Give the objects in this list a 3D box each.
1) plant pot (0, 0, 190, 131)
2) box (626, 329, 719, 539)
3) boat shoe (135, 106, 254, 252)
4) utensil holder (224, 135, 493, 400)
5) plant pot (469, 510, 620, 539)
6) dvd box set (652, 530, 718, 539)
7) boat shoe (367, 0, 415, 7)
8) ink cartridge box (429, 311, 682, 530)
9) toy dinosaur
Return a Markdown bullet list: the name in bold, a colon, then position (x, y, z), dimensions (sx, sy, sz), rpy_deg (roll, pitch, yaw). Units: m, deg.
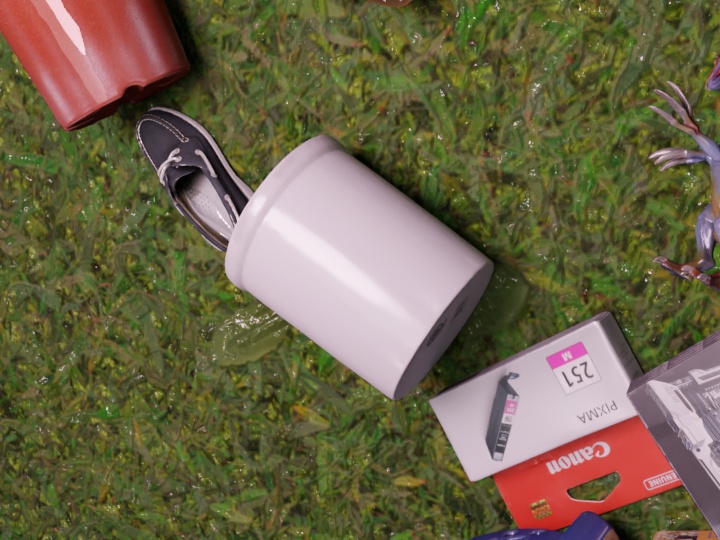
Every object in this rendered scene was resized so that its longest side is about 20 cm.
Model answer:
- **plant pot**: position (-0.282, -0.262, 1.037), dimensions (0.199, 0.201, 0.197), rpy_deg (-20, 101, 32)
- **box**: position (0.345, 0.114, 0.830), dimensions (0.199, 0.050, 0.159), rpy_deg (-34, 85, 20)
- **boat shoe**: position (-0.179, -0.100, 1.086), dimensions (0.200, 0.060, 0.076), rpy_deg (42, 119, 14)
- **utensil holder**: position (0.000, 0.000, 0.949), dimensions (0.199, 0.170, 0.171), rpy_deg (37, 118, 15)
- **plant pot**: position (0.168, 0.347, 0.918), dimensions (0.179, 0.199, 0.201), rpy_deg (-32, 86, 37)
- **dvd box set**: position (0.371, 0.302, 0.897), dimensions (0.198, 0.029, 0.148), rpy_deg (-10, 98, 31)
- **boat shoe**: position (-0.012, -0.300, 0.948), dimensions (0.199, 0.063, 0.074), rpy_deg (24, 126, 29)
- **ink cartridge box**: position (0.187, 0.158, 0.958), dimensions (0.199, 0.043, 0.175), rpy_deg (-30, 86, 32)
- **toy dinosaur**: position (0.299, -0.076, 0.805), dimensions (0.199, 0.105, 0.183), rpy_deg (28, 94, -2)
